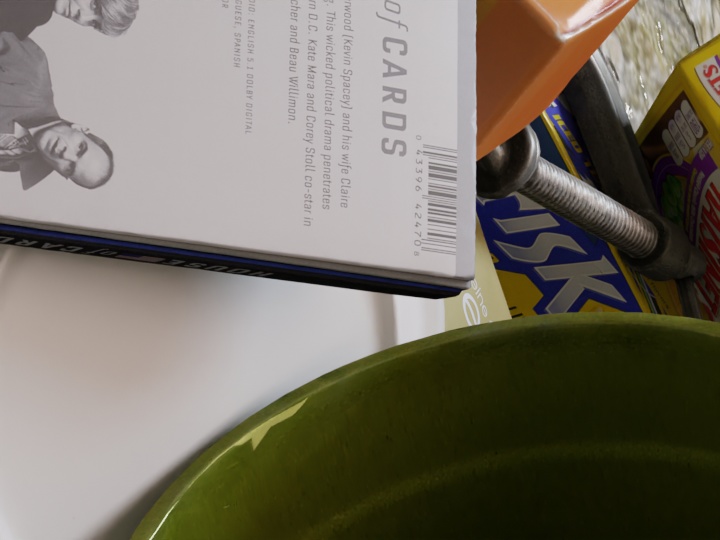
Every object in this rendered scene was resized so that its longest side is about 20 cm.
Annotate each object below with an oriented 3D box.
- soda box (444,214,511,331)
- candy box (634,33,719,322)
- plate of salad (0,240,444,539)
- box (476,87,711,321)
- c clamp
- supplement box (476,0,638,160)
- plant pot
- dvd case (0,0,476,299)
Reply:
[{"bbox_3d":[0.000,0.000,0.784,0.064,0.067,0.201,-49,123,-60],"label":"soda box"},{"bbox_3d":[0.135,-0.010,0.913,0.103,0.026,0.200,56,-10,10],"label":"candy box"},{"bbox_3d":[-0.056,0.026,0.643,0.199,0.048,0.202,-8,102,-41],"label":"plate of salad"},{"bbox_3d":[0.077,0.000,0.903,0.201,0.064,0.070,61,23,-6],"label":"box"},{"bbox_3d":[0.069,-0.043,0.815,0.200,0.027,0.172,30,41,-54],"label":"c clamp"},{"bbox_3d":[-0.012,-0.127,0.706,0.200,0.067,0.069,47,42,8],"label":"supplement box"},{"bbox_3d":[0.054,0.147,0.613,0.201,0.199,0.194,-65,147,-53],"label":"plant pot"},{"bbox_3d":[-0.058,-0.078,0.593,0.199,0.025,0.151,8,77,-31],"label":"dvd case"}]
